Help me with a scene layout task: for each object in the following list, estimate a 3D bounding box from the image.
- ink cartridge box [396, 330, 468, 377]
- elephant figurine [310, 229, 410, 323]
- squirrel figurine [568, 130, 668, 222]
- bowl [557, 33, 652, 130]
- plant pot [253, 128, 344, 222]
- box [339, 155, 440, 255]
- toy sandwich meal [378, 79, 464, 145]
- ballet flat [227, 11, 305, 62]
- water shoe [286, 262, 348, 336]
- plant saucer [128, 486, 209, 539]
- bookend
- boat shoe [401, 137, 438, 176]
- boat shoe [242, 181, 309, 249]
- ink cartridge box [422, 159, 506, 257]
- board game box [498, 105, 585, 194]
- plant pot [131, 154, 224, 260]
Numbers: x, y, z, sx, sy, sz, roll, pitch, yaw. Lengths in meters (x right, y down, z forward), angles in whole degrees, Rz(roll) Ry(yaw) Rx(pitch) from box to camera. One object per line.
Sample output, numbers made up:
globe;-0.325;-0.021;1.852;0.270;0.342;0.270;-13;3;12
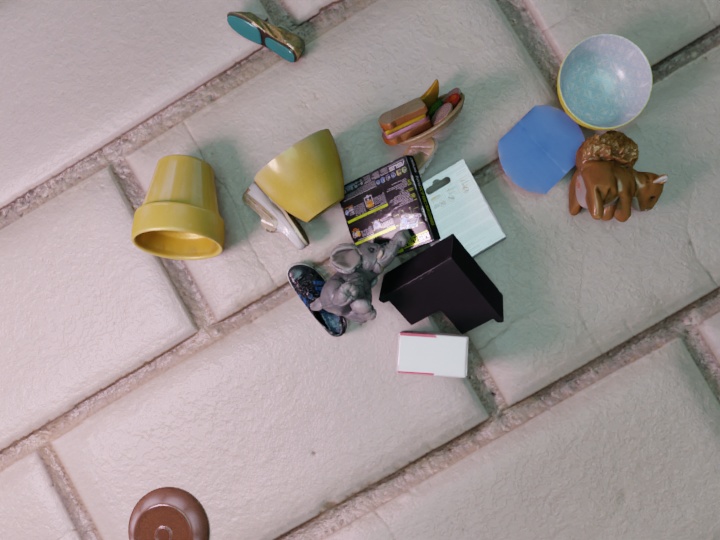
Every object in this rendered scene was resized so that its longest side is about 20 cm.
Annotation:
ink cartridge box;0.150;0.175;1.360;0.142;0.200;0.086;3;86;5
elephant figurine;0.000;0.000;1.371;0.153;0.142;0.203;20;69;-8
squirrel figurine;0.560;-0.206;1.373;0.183;0.142;0.204;-4;92;-3
bowl;0.519;-0.397;1.393;0.196;0.108;0.204;0;88;4
plant pot;-0.113;-0.194;1.399;0.198;0.200;0.143;-34;93;3
box;0.058;-0.127;1.413;0.198;0.047;0.196;-22;87;31
toy sandwich meal;0.130;-0.346;1.388;0.204;0.206;0.071;-35;115;3
ballet flat;-0.215;-0.555;1.484;0.198;0.071;0.071;31;91;5
water shoe;-0.096;0.061;1.443;0.071;0.079;0.201;-41;86;2
plant saucer;-0.451;0.610;1.477;0.196;0.037;0.205;0;89;5
bookend;0.180;0.058;1.402;0.197;0.093;0.200;-32;114;29
boat shoe;0.106;-0.220;1.442;0.200;0.069;0.071;-44;75;23
boat shoe;-0.194;-0.118;1.464;0.068;0.075;0.201;-40;75;4
ink cartridge box;0.214;-0.121;1.441;0.161;0.057;0.202;-29;82;4
board game box;0.402;-0.270;1.435;0.200;0.039;0.158;-43;85;-5
plant pot;-0.401;-0.144;1.428;0.197;0.201;0.193;-1;72;4
